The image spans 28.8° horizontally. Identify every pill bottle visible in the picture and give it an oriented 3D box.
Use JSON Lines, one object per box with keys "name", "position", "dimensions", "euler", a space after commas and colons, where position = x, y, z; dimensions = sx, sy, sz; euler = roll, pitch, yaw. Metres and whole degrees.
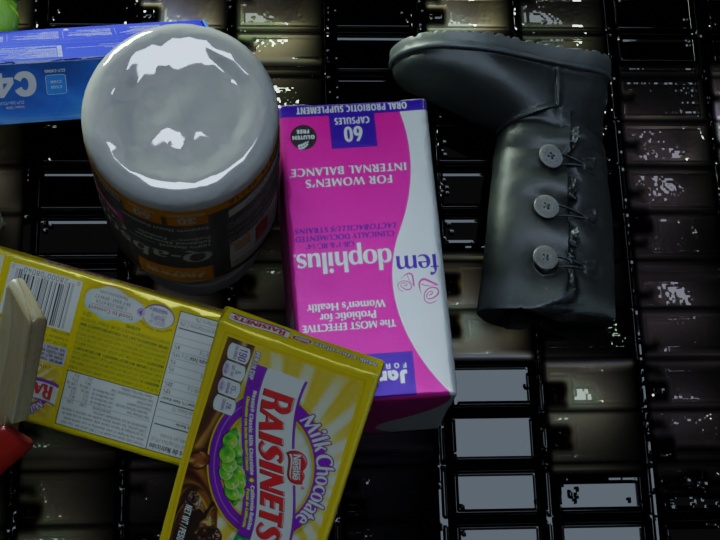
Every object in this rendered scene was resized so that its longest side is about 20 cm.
{"name": "pill bottle", "position": [-0.108, -0.060, 0.882], "dimensions": [0.115, 0.200, 0.118], "euler": [1, 70, -3]}

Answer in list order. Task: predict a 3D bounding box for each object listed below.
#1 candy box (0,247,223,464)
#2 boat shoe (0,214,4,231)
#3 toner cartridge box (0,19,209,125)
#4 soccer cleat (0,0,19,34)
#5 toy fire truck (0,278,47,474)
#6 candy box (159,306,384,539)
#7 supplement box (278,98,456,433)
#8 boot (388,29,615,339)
{"name": "candy box", "position": [-0.161, 0.059, 0.906], "dimensions": [0.198, 0.026, 0.103], "euler": [16, 97, 2]}
{"name": "boat shoe", "position": [-0.318, -0.080, 0.945], "dimensions": [0.199, 0.075, 0.062], "euler": [39, 78, 15]}
{"name": "toner cartridge box", "position": [-0.196, -0.134, 0.946], "dimensions": [0.198, 0.095, 0.044], "euler": [-6, 114, -12]}
{"name": "soccer cleat", "position": [-0.333, -0.213, 0.994], "dimensions": [0.199, 0.068, 0.081], "euler": [35, 85, 8]}
{"name": "toy fire truck", "position": [-0.266, 0.067, 0.840], "dimensions": [0.199, 0.129, 0.177], "euler": [-39, 76, 1]}
{"name": "candy box", "position": [-0.061, 0.129, 0.850], "dimensions": [0.101, 0.026, 0.202], "euler": [17, 111, 1]}
{"name": "supplement box", "position": [0.000, 0.000, 0.923], "dimensions": [0.100, 0.103, 0.202], "euler": [-4, 73, -6]}
{"name": "boot", "position": [0.096, -0.059, 0.974], "dimensions": [0.163, 0.066, 0.202], "euler": [4, 75, -1]}
